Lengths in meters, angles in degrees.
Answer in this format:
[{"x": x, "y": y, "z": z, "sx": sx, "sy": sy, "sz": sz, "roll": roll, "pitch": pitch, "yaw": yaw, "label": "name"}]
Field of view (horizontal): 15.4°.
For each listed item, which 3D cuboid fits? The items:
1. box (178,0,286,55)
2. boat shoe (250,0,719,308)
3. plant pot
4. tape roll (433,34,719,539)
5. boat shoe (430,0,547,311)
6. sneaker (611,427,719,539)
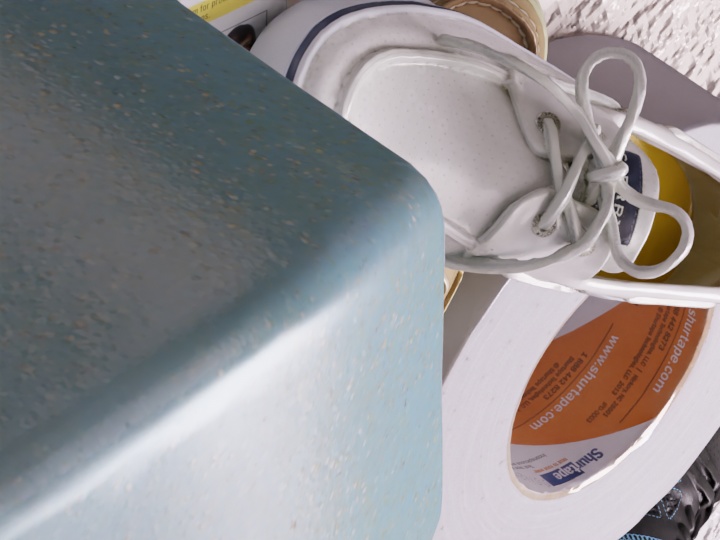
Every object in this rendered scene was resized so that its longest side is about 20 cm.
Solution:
[{"x": -0.065, "y": -0.064, "z": 0.711, "sx": 0.082, "sy": 0.049, "sz": 0.201, "roll": -29, "pitch": 141, "yaw": -32, "label": "box"}, {"x": 0.057, "y": -0.024, "z": 0.754, "sx": 0.202, "sy": 0.086, "sz": 0.075, "roll": 22, "pitch": 83, "yaw": -46, "label": "boat shoe"}, {"x": -0.087, "y": 0.040, "z": 0.609, "sx": 0.200, "sy": 0.196, "sz": 0.197, "roll": -32, "pitch": 141, "yaw": -28, "label": "plant pot"}, {"x": 0.067, "y": 0.020, "z": 0.944, "sx": 0.200, "sy": 0.066, "sz": 0.201, "roll": -31, "pitch": 142, "yaw": -29, "label": "tape roll"}, {"x": 0.000, "y": 0.000, "z": 0.817, "sx": 0.074, "sy": 0.066, "sz": 0.201, "roll": 25, "pitch": 103, "yaw": -16, "label": "boat shoe"}, {"x": 0.106, "y": 0.108, "z": 1.061, "sx": 0.200, "sy": 0.082, "sz": 0.073, "roll": -27, "pitch": 140, "yaw": -36, "label": "sneaker"}]
